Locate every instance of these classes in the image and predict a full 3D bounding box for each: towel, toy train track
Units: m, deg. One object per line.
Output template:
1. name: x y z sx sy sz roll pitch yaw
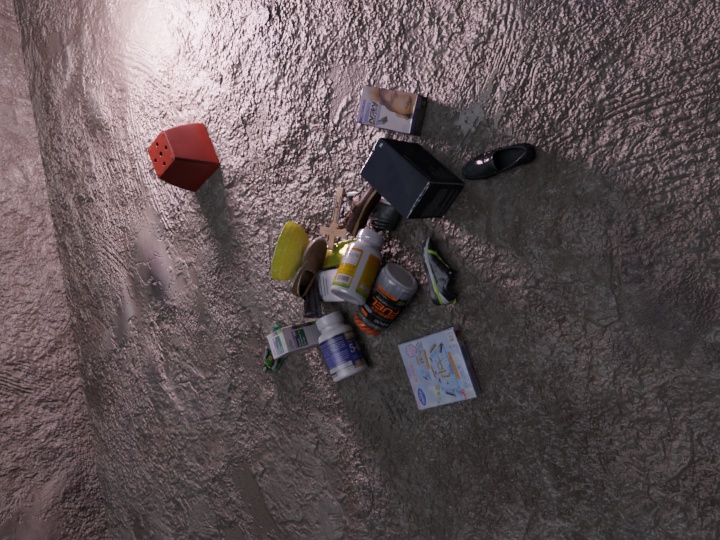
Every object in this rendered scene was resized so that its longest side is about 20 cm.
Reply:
1. towel: -0.078 -0.049 1.709 0.198 0.018 0.087 -12 56 39
2. toy train track: -0.072 -0.164 1.714 0.114 0.032 0.203 13 95 38

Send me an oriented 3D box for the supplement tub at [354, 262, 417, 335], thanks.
1. supplement tub: 0.071 0.088 1.575 0.123 0.122 0.201 46 119 24

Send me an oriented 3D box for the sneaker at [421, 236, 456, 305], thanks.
1. sneaker: 0.227 0.000 1.499 0.082 0.072 0.203 -13 88 12

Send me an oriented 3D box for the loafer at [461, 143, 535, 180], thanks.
1. loafer: 0.345 -0.281 1.365 0.199 0.070 0.069 -12 87 37

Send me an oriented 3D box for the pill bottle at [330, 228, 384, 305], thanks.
1. pill bottle: -0.002 -0.013 1.537 0.110 0.111 0.202 12 73 35

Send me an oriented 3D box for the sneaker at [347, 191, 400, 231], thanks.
1. sneaker: 0.033 -0.175 1.608 0.198 0.070 0.101 20 101 29

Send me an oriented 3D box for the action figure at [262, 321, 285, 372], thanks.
1. action figure: -0.308 0.298 1.926 0.118 0.054 0.201 43 122 22

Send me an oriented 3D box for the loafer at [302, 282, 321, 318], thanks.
1. loafer: -0.173 0.079 1.740 0.201 0.062 0.073 -113 19 -48

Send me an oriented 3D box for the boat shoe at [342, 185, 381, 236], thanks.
1. boat shoe: 0.002 -0.188 1.543 0.070 0.070 0.201 46 131 15

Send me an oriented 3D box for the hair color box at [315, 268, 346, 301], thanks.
1. hair color box: -0.075 0.045 1.672 0.199 0.060 0.102 -7 91 62

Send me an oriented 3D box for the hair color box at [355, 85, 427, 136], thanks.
1. hair color box: 0.088 -0.464 1.544 0.198 0.064 0.111 21 106 32

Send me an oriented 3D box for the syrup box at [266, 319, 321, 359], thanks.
1. syrup box: -0.203 0.223 1.745 0.081 0.199 0.080 -28 77 35

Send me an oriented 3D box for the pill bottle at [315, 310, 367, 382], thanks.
1. pill bottle: -0.067 0.239 1.695 0.119 0.119 0.202 -31 77 34

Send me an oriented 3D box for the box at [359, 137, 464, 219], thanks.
1. box: 0.141 -0.248 1.443 0.200 0.195 0.125 47 119 24

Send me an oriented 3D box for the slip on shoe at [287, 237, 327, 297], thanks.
1. slip on shoe: -0.159 -0.008 1.686 0.201 0.076 0.060 -57 37 -2

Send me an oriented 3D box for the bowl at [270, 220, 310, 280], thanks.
1. bowl: -0.212 -0.051 1.755 0.106 0.200 0.203 17 107 3

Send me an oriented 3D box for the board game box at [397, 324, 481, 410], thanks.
1. board game box: 0.224 0.282 1.530 0.198 0.041 0.203 -23 81 36

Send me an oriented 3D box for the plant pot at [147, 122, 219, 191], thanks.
1. plant pot: -0.698 -0.444 2.062 0.199 0.175 0.202 -33 76 34
